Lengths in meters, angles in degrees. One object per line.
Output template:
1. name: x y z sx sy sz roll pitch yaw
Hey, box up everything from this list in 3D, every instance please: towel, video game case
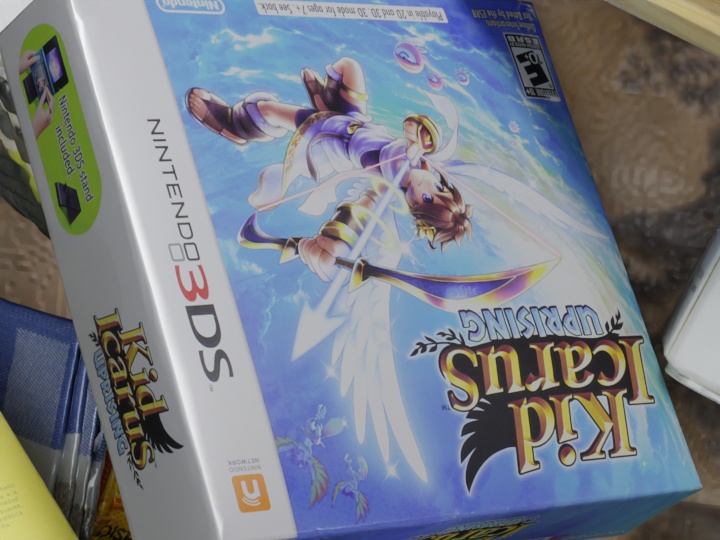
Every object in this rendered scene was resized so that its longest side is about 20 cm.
1. towel: -0.146 0.104 0.934 0.146 0.024 0.201 14 96 43
2. video game case: 0.000 0.000 0.839 0.045 0.199 0.182 -34 66 45

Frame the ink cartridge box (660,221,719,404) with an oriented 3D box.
1. ink cartridge box: 0.206 -0.025 0.887 0.146 0.083 0.201 29 96 3

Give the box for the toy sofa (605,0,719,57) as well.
1. toy sofa: 0.094 -0.132 0.861 0.200 0.097 0.083 30 119 33

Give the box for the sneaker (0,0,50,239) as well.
1. sneaker: -0.096 -0.095 0.864 0.084 0.074 0.201 -27 120 -22

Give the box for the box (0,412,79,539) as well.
1. box: -0.109 0.114 0.830 0.050 0.075 0.200 -18 54 -27

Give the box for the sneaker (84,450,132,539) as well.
1. sneaker: -0.062 0.074 0.929 0.073 0.077 0.201 15 95 5
